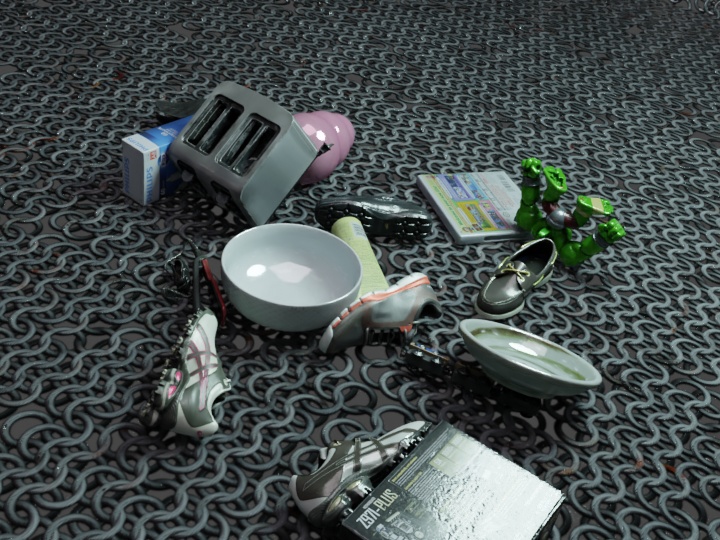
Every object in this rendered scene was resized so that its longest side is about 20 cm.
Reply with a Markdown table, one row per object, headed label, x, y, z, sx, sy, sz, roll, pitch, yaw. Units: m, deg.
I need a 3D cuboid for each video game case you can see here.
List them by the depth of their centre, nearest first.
| label | x | y | z | sx | sy | sz | roll | pitch | yaw |
| --- | --- | --- | --- | --- | --- | --- | --- | --- | --- |
| video game case | 0.217 | -0.115 | 1.560 | 0.182 | 0.022 | 0.200 | -5 | 39 | -20 |

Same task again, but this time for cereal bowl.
| label | x | y | z | sx | sy | sz | roll | pitch | yaw |
| --- | --- | --- | --- | --- | --- | --- | --- | --- | --- |
| cereal bowl | -0.100 | 0.021 | 1.243 | 0.199 | 0.083 | 0.200 | 6 | 35 | -4 |

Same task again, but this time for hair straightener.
| label | x | y | z | sx | sy | sz | roll | pitch | yaw |
| --- | --- | --- | --- | --- | --- | --- | --- | --- | --- |
| hair straightener | -0.246 | 0.014 | 1.254 | 0.077 | 0.041 | 0.200 | -4 | 38 | -18 |

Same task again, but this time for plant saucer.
| label | x | y | z | sx | sy | sz | roll | pitch | yaw |
| --- | --- | --- | --- | --- | --- | --- | --- | --- | --- |
| plant saucer | 0.219 | 0.126 | 1.167 | 0.200 | 0.050 | 0.200 | 18 | 12 | -4 |

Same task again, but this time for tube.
| label | x | y | z | sx | sy | sz | roll | pitch | yaw |
| --- | --- | --- | --- | --- | --- | --- | --- | --- | --- |
| tube | 0.000 | 0.000 | 1.332 | 0.058 | 0.052 | 0.200 | -34 | 44 | 13 |

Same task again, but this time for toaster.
| label | x | y | z | sx | sy | sz | roll | pitch | yaw |
| --- | --- | --- | --- | --- | --- | --- | --- | --- | --- |
| toaster | -0.183 | -0.192 | 1.419 | 0.181 | 0.119 | 0.200 | 32 | 80 | 27 |

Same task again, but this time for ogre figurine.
| label | x | y | z | sx | sy | sz | roll | pitch | yaw |
| --- | --- | --- | --- | --- | --- | --- | --- | --- | --- |
| ogre figurine | 0.327 | -0.087 | 1.439 | 0.200 | 0.120 | 0.098 | 31 | 38 | 8 |

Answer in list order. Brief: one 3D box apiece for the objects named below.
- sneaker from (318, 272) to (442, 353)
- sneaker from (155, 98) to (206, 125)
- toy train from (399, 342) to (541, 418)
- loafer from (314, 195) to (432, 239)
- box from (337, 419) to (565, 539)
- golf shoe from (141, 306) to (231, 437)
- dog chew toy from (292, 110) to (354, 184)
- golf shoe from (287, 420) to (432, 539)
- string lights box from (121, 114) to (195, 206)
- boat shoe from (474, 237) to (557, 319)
| label | x | y | z | sx | sy | sz | roll | pitch | yaw |
| --- | --- | --- | --- | --- | --- | --- | --- | --- | --- |
| sneaker | 0.036 | 0.073 | 1.213 | 0.200 | 0.077 | 0.082 | -28 | 70 | -27 |
| sneaker | -0.279 | -0.291 | 1.654 | 0.199 | 0.060 | 0.104 | -11 | 45 | -22 |
| toy train | 0.148 | 0.143 | 1.172 | 0.200 | 0.034 | 0.046 | 21 | 24 | 14 |
| loafer | 0.020 | -0.090 | 1.444 | 0.200 | 0.068 | 0.070 | 5 | 27 | -15 |
| box | 0.095 | 0.279 | 0.927 | 0.164 | 0.086 | 0.200 | 28 | 39 | 24 |
| golf shoe | -0.204 | 0.130 | 1.094 | 0.088 | 0.077 | 0.200 | 26 | 36 | -11 |
| dog chew toy | -0.075 | -0.232 | 1.575 | 0.124 | 0.125 | 0.200 | 22 | 30 | 17 |
| golf shoe | 0.003 | 0.216 | 1.002 | 0.094 | 0.078 | 0.200 | 31 | 40 | 28 |
| string lights box | -0.306 | -0.195 | 1.477 | 0.059 | 0.103 | 0.200 | 31 | 41 | 27 |
| boat shoe | 0.242 | 0.009 | 1.358 | 0.072 | 0.061 | 0.201 | 29 | 40 | 24 |
